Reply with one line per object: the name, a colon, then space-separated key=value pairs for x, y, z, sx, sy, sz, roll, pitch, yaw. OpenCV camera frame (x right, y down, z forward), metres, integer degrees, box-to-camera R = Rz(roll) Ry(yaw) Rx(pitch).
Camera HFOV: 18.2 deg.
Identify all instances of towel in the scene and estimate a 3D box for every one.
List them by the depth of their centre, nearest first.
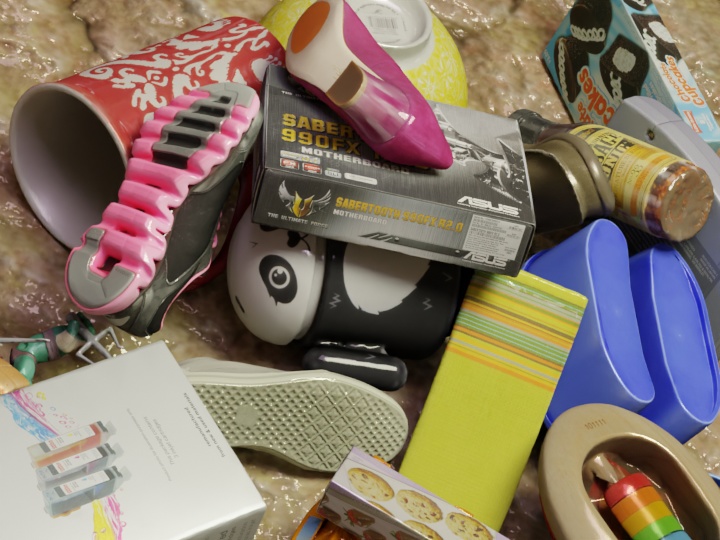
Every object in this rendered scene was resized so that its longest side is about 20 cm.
towel: x=0.090 y=0.097 z=1.624 sx=0.085 sy=0.018 sz=0.201 roll=21 pitch=83 yaw=2

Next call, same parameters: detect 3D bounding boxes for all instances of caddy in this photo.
caddy: x=0.188 y=0.062 z=1.707 sx=0.141 sy=0.105 sz=0.201 roll=21 pitch=49 yaw=-34

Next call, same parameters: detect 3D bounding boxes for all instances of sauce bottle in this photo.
sauce bottle: x=0.188 y=-0.080 z=1.776 sx=0.066 sy=0.067 sz=0.199 roll=-22 pitch=31 yaw=-34

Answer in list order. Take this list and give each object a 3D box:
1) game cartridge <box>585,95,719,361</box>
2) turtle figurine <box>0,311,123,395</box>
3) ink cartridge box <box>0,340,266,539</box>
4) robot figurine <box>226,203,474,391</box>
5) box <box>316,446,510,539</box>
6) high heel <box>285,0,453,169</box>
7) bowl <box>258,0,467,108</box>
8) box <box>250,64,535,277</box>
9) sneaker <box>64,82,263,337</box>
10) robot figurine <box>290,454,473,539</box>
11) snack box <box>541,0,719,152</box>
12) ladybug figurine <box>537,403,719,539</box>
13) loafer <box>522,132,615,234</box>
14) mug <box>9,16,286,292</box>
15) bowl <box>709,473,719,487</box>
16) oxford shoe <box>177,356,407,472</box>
game cartridge: x=0.250 y=-0.034 z=1.788 sx=0.040 sy=0.134 sz=0.201 roll=-14 pitch=59 yaw=-33
turtle figurine: x=-0.260 y=0.062 z=1.529 sx=0.199 sy=0.101 sz=0.150 roll=27 pitch=12 yaw=19
ink cartridge box: x=-0.191 y=0.166 z=1.443 sx=0.199 sy=0.146 sz=0.145 roll=-18 pitch=60 yaw=-31
robot figurine: x=0.001 y=0.001 z=1.666 sx=0.198 sy=0.126 sz=0.151 roll=6 pitch=26 yaw=-17
box: x=0.066 y=0.190 z=1.515 sx=0.199 sy=0.039 sz=0.042 roll=31 pitch=46 yaw=6
high heel: x=0.008 y=-0.136 z=1.637 sx=0.096 sy=0.067 sz=0.200 roll=36 pitch=7 yaw=-27
bowl: x=0.006 y=-0.172 z=1.824 sx=0.198 sy=0.108 sz=0.201 roll=11 pitch=49 yaw=-13
box: x=0.022 y=-0.074 z=1.630 sx=0.198 sy=0.049 sz=0.159 roll=12 pitch=32 yaw=-8
sneaker: x=-0.127 y=-0.040 z=1.592 sx=0.079 sy=0.095 sz=0.201 roll=24 pitch=74 yaw=36
robot figurine: x=-0.005 y=0.224 z=1.525 sx=0.144 sy=0.058 sz=0.200 roll=29 pitch=47 yaw=5
snack box: x=0.225 y=-0.146 z=1.880 sx=0.037 sy=0.116 sz=0.201 roll=-1 pitch=52 yaw=-30
ladybug figurine: x=0.194 y=0.186 z=1.572 sx=0.135 sy=0.072 sz=0.201 roll=-14 pitch=58 yaw=-29
loafer: x=0.129 y=-0.061 z=1.752 sx=0.067 sy=0.200 sz=0.076 roll=-31 pitch=102 yaw=-19
mug: x=-0.146 y=-0.091 z=1.712 sx=0.133 sy=0.179 sz=0.200 roll=9 pitch=29 yaw=40
bowl: x=0.241 y=0.236 z=1.625 sx=0.199 sy=0.039 sz=0.202 roll=11 pitch=49 yaw=-13
oxford shoe: x=-0.061 y=0.099 z=1.607 sx=0.198 sy=0.076 sz=0.058 roll=7 pitch=14 yaw=-18
